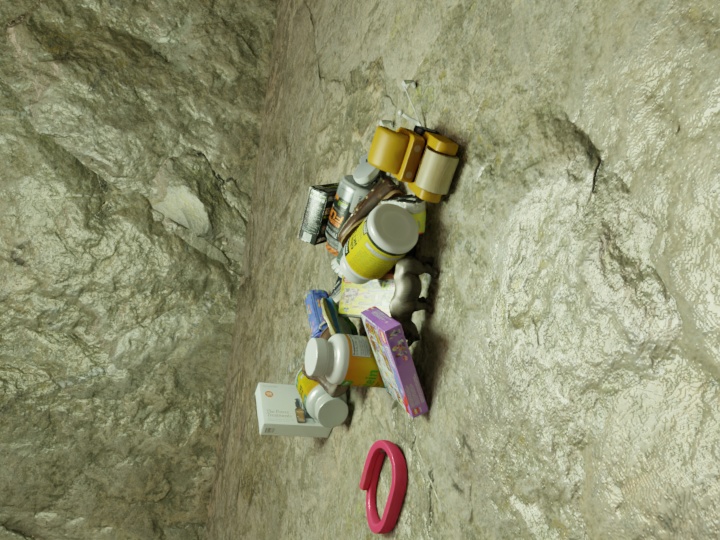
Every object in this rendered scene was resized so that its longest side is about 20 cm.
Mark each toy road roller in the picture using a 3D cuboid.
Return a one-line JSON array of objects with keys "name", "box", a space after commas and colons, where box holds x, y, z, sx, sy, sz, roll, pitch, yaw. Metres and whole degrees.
[{"name": "toy road roller", "box": [0.103, -0.236, 1.235, 0.200, 0.146, 0.123, -122, 45, -59]}]

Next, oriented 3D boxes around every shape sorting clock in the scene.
[{"name": "shape sorting clock", "box": [-0.045, 0.155, 1.447, 0.039, 0.200, 0.200, -28, 42, 10]}]

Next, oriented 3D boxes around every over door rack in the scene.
[{"name": "over door rack", "box": [0.087, -0.346, 1.424, 0.148, 0.066, 0.200, 126, 145, -48]}]

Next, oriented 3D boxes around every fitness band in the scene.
[{"name": "fitness band", "box": [0.049, 0.467, 1.269, 0.144, 0.037, 0.201, -139, 59, -62]}]

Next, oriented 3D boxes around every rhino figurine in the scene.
[{"name": "rhino figurine", "box": [0.101, 0.065, 1.208, 0.060, 0.087, 0.201, -174, 92, -69]}]

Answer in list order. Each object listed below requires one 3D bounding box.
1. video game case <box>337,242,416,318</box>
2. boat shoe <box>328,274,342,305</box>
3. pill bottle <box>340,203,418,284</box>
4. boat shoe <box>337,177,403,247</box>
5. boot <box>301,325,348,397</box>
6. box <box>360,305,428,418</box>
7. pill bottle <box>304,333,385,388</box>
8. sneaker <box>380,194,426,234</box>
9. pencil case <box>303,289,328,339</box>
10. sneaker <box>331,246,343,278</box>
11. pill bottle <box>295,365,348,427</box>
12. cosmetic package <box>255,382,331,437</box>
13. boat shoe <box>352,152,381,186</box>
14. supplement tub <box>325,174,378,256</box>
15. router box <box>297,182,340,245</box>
[{"name": "video game case", "box": [0.036, 0.023, 1.361, 0.200, 0.025, 0.181, 1, 82, 41]}, {"name": "boat shoe", "box": [-0.043, 0.050, 1.606, 0.200, 0.074, 0.093, -44, 40, 43]}, {"name": "pill bottle", "box": [0.031, -0.048, 1.256, 0.200, 0.112, 0.113, 133, 140, -54]}, {"name": "boat shoe", "box": [0.018, -0.141, 1.438, 0.200, 0.070, 0.070, -42, 57, 11]}, {"name": "boot", "box": [-0.056, 0.222, 1.504, 0.187, 0.064, 0.200, -59, 25, -11]}, {"name": "box", "box": [0.067, 0.183, 1.190, 0.137, 0.039, 0.201, 32, 142, 67]}, {"name": "pill bottle", "box": [-0.016, 0.199, 1.300, 0.111, 0.199, 0.111, -172, 90, -69]}, {"name": "sneaker", "box": [0.097, -0.120, 1.312, 0.200, 0.078, 0.091, -130, 28, -76]}, {"name": "pencil case", "box": [-0.120, 0.141, 1.744, 0.200, 0.078, 0.087, -106, 3, -46]}, {"name": "sneaker", "box": [0.000, 0.000, 1.452, 0.200, 0.077, 0.091, 44, 124, 36]}, {"name": "pill bottle", "box": [-0.102, 0.336, 1.582, 0.200, 0.112, 0.113, -138, 59, -64]}, {"name": "cosmetic package", "box": [-0.191, 0.395, 1.665, 0.151, 0.199, 0.052, -114, 39, -52]}, {"name": "boat shoe", "box": [0.028, -0.249, 1.487, 0.200, 0.068, 0.057, -77, -35, -62]}, {"name": "supplement tub", "box": [-0.020, -0.138, 1.539, 0.123, 0.122, 0.200, -119, 42, -57]}, {"name": "router box", "box": [-0.082, -0.162, 1.630, 0.062, 0.200, 0.150, 24, 112, 21]}]
